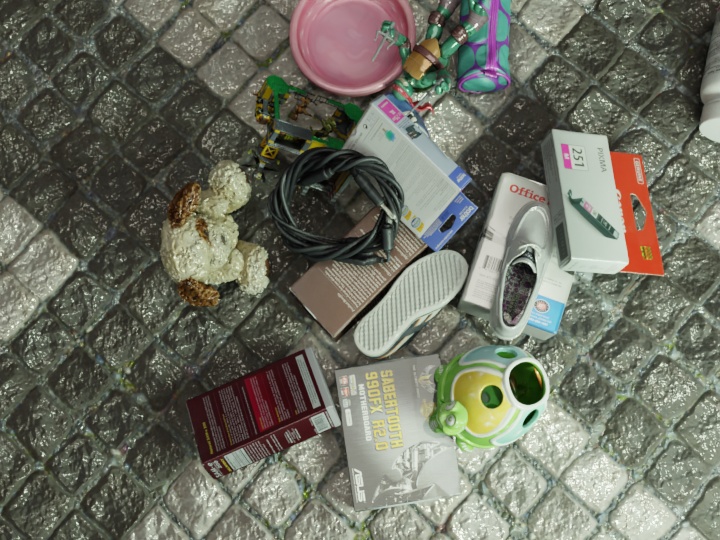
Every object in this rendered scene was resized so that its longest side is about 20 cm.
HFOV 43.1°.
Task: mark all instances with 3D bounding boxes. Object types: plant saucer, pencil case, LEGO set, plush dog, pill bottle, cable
[{"bbox_3d":[-0.012,-0.364,1.427,0.197,0.051,0.204,0,79,1],"label":"plant saucer"},{"bbox_3d":[0.193,-0.377,1.401,0.084,0.092,0.204,5,80,-11],"label":"pencil case"},{"bbox_3d":[-0.088,-0.187,1.363,0.197,0.116,0.156,9,50,-31],"label":"LEGO set"},{"bbox_3d":[-0.231,-0.043,1.301,0.158,0.172,0.204,-9,101,13],"label":"plush dog"},{"bbox_3d":[0.573,-0.299,1.362,0.111,0.113,0.203,15,80,5],"label":"pill bottle"},{"bbox_3d":[-0.040,-0.091,1.267,0.197,0.051,0.166,13,118,15],"label":"cable"}]

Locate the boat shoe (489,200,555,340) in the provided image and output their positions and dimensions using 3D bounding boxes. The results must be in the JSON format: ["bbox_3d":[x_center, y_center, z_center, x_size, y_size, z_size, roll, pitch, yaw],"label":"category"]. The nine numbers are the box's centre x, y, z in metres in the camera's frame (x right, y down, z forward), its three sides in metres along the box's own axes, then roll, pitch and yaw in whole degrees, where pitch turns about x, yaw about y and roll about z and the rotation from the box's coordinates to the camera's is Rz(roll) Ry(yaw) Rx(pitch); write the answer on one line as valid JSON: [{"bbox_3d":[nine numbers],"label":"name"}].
[{"bbox_3d":[0.223,-0.006,1.251,0.071,0.069,0.202,23,78,5],"label":"boat shoe"}]

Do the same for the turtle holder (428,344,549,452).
[{"bbox_3d":[0.172,0.166,1.246,0.183,0.131,0.143,14,65,-28],"label":"turtle holder"}]

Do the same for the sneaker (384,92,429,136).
[{"bbox_3d":[0.072,-0.190,1.339,0.079,0.147,0.203,-18,80,-2],"label":"sneaker"}]

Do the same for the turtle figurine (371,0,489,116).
[{"bbox_3d":[0.094,-0.320,1.352,0.149,0.101,0.201,39,91,15],"label":"turtle figurine"}]

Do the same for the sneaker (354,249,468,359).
[{"bbox_3d":[0.072,0.050,1.327,0.199,0.079,0.079,-39,75,-4],"label":"sneaker"}]

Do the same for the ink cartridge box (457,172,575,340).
[{"bbox_3d":[0.240,-0.020,1.333,0.144,0.084,0.203,19,79,5],"label":"ink cartridge box"}]

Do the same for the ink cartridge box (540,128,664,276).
[{"bbox_3d":[0.349,-0.094,1.287,0.170,0.044,0.203,3,67,-16],"label":"ink cartridge box"}]

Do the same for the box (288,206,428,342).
[{"bbox_3d":[0.000,0.000,1.345,0.200,0.075,0.100,-43,81,-8],"label":"box"}]

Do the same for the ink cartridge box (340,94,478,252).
[{"bbox_3d":[0.068,-0.130,1.253,0.200,0.120,0.042,45,48,4],"label":"ink cartridge box"}]

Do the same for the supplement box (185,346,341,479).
[{"bbox_3d":[-0.138,0.202,1.296,0.197,0.061,0.110,-22,53,-3],"label":"supplement box"}]

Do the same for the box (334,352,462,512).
[{"bbox_3d":[0.053,0.231,1.308,0.155,0.048,0.204,-8,79,1],"label":"box"}]
